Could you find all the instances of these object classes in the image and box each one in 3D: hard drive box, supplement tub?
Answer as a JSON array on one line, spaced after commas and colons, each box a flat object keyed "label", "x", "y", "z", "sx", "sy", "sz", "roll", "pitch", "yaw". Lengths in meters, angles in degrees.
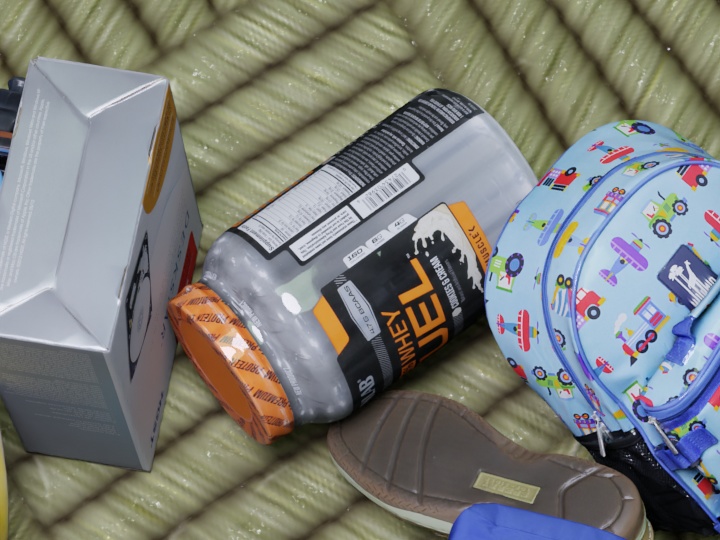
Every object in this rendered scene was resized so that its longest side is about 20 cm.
[{"label": "hard drive box", "x": -0.144, "y": 0.001, "z": 1.529, "sx": 0.076, "sy": 0.200, "sz": 0.157, "roll": 9, "pitch": 70, "yaw": 5}, {"label": "supplement tub", "x": 0.000, "y": 0.000, "z": 1.561, "sx": 0.200, "sy": 0.123, "sz": 0.123, "roll": -36, "pitch": 72, "yaw": -13}]

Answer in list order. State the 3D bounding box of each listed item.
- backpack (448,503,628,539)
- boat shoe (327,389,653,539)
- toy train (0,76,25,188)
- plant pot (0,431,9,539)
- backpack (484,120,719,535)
[{"label": "backpack", "x": 0.082, "y": 0.226, "z": 1.437, "sx": 0.162, "sy": 0.200, "sz": 0.168, "roll": 19, "pitch": 61, "yaw": 12}, {"label": "boat shoe", "x": 0.070, "y": 0.128, "z": 1.542, "sx": 0.199, "sy": 0.076, "sz": 0.072, "roll": 22, "pitch": 66, "yaw": 35}, {"label": "toy train", "x": -0.263, "y": -0.070, "z": 1.623, "sx": 0.199, "sy": 0.087, "sz": 0.115, "roll": 9, "pitch": 64, "yaw": 7}, {"label": "plant pot", "x": -0.291, "y": 0.106, "z": 1.507, "sx": 0.188, "sy": 0.201, "sz": 0.202, "roll": -8, "pitch": 68, "yaw": -16}, {"label": "backpack", "x": 0.175, "y": 0.022, "z": 1.508, "sx": 0.183, "sy": 0.134, "sz": 0.200, "roll": -47, "pitch": 107, "yaw": -15}]
